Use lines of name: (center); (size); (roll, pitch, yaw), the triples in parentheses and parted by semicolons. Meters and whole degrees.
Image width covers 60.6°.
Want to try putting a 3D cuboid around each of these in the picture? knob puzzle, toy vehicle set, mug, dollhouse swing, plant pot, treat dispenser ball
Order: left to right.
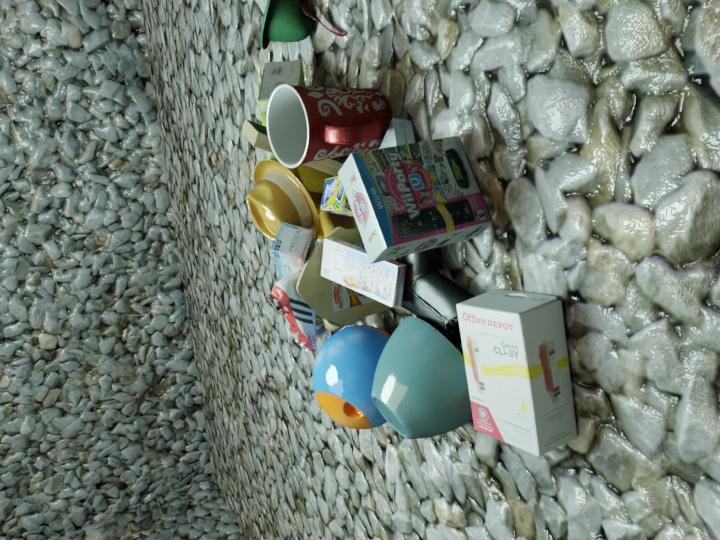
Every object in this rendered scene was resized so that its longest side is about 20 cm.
toy vehicle set: (-0.122, -0.231, 1.176); (0.027, 0.196, 0.124); (-66, 30, 15)
dollhouse swing: (-0.092, -0.094, 1.317); (0.200, 0.177, 0.180); (136, 135, -59)
mug: (-0.039, -0.245, 1.079); (0.179, 0.197, 0.135); (52, 136, 26)
knob puzzle: (-0.035, 0.011, 1.206); (0.030, 0.215, 0.225); (-148, 49, -61)
treat dispenser ball: (0.002, 0.211, 1.228); (0.200, 0.197, 0.205); (37, 134, 51)
plant pot: (0.096, 0.199, 1.032); (0.200, 0.134, 0.201); (45, 162, 19)

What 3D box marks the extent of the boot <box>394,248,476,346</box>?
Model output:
boot: (0.134, 0.006, 1.017); (0.167, 0.075, 0.204); (36, 119, 34)

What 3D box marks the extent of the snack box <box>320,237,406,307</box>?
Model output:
snack box: (0.000, 0.000, 1.091); (0.198, 0.024, 0.074); (22, 110, 45)

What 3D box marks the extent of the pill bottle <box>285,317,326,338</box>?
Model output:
pill bottle: (-0.128, 0.055, 1.499); (0.114, 0.112, 0.204); (44, 139, 45)

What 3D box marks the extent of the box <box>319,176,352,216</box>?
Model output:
box: (-0.020, -0.135, 1.136); (0.200, 0.068, 0.066); (-162, 83, -74)

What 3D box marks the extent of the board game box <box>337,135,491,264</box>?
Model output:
board game box: (0.082, -0.108, 0.919); (0.064, 0.196, 0.151); (-41, 67, 60)

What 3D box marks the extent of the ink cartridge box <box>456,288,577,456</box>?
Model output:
ink cartridge box: (0.223, 0.140, 0.893); (0.144, 0.082, 0.205); (6, 108, 62)

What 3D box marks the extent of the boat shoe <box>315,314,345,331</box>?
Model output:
boat shoe: (-0.067, 0.073, 1.313); (0.201, 0.072, 0.064); (-103, 34, -59)

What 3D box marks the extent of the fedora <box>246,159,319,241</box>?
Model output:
fedora: (-0.171, -0.124, 1.262); (0.199, 0.081, 0.203); (33, 144, 28)

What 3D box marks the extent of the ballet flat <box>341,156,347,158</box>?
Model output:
ballet flat: (-0.071, -0.292, 1.259); (0.068, 0.068, 0.201); (-50, 47, 11)

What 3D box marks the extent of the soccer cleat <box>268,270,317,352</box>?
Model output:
soccer cleat: (-0.115, 0.086, 1.236); (0.068, 0.085, 0.202); (33, 155, 43)

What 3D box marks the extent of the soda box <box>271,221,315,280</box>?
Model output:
soda box: (-0.128, -0.019, 1.245); (0.201, 0.067, 0.065); (92, -164, -67)

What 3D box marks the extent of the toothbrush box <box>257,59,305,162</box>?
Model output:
toothbrush box: (-0.151, -0.311, 1.293); (0.203, 0.084, 0.148); (82, -174, -47)

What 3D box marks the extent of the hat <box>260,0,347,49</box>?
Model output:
hat: (-0.107, -0.517, 1.293); (0.167, 0.172, 0.203); (114, 171, -54)

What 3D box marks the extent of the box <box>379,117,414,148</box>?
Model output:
box: (0.049, -0.139, 1.089); (0.201, 0.040, 0.159); (115, 155, -52)
